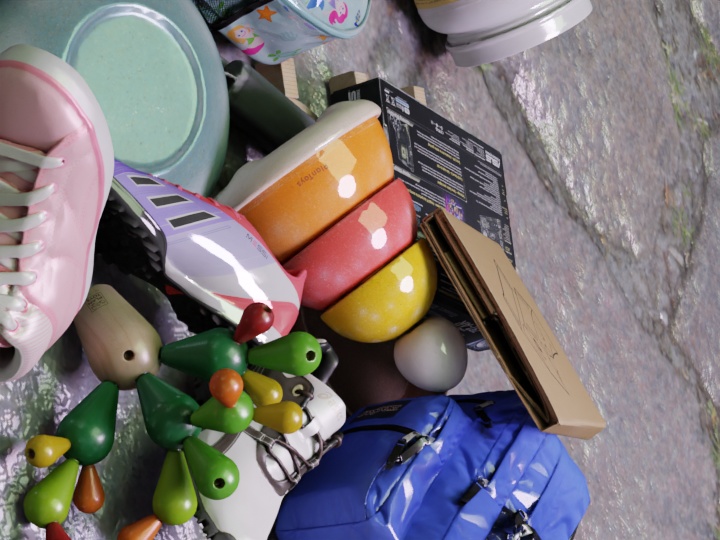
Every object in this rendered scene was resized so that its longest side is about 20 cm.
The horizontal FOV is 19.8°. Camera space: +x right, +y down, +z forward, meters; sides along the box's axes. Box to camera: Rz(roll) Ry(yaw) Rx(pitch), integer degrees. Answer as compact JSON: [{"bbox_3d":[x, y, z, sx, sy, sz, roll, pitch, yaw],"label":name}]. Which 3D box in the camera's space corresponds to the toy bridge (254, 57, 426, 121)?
[{"bbox_3d":[-0.006,-0.116,1.563,0.200,0.027,0.067,6,73,-55],"label":"toy bridge"}]

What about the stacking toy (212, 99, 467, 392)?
[{"bbox_3d":[0.000,0.000,1.379,0.200,0.146,0.146,55,34,0],"label":"stacking toy"}]

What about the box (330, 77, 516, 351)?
[{"bbox_3d":[0.053,-0.037,1.538,0.200,0.044,0.160,23,56,-57],"label":"box"}]

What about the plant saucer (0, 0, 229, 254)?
[{"bbox_3d":[-0.150,-0.111,1.287,0.201,0.039,0.201,6,81,-42],"label":"plant saucer"}]

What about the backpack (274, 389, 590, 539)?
[{"bbox_3d":[0.056,0.162,1.395,0.200,0.162,0.168,-46,117,-40],"label":"backpack"}]

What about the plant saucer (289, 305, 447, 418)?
[{"bbox_3d":[0.002,0.027,1.513,0.200,0.034,0.200,28,55,-48],"label":"plant saucer"}]

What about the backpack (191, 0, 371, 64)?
[{"bbox_3d":[-0.064,-0.247,1.428,0.200,0.150,0.178,44,40,-45],"label":"backpack"}]

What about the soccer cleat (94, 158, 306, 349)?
[{"bbox_3d":[-0.109,-0.021,1.271,0.200,0.068,0.073,44,61,-33],"label":"soccer cleat"}]

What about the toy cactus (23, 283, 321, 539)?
[{"bbox_3d":[-0.128,0.072,1.221,0.165,0.200,0.102,52,-1,32],"label":"toy cactus"}]

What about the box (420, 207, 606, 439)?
[{"bbox_3d":[0.109,0.042,1.430,0.164,0.021,0.200,60,9,13],"label":"box"}]

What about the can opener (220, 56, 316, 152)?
[{"bbox_3d":[-0.097,-0.118,1.419,0.200,0.053,0.067,32,84,-45],"label":"can opener"}]

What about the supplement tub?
[{"bbox_3d":[0.095,-0.280,1.672,0.145,0.145,0.200,-45,115,-53],"label":"supplement tub"}]

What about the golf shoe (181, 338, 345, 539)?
[{"bbox_3d":[-0.058,0.106,1.295,0.200,0.094,0.078,-89,155,-52],"label":"golf shoe"}]

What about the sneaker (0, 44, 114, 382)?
[{"bbox_3d":[-0.192,-0.020,1.139,0.105,0.075,0.200,-59,164,-46],"label":"sneaker"}]
